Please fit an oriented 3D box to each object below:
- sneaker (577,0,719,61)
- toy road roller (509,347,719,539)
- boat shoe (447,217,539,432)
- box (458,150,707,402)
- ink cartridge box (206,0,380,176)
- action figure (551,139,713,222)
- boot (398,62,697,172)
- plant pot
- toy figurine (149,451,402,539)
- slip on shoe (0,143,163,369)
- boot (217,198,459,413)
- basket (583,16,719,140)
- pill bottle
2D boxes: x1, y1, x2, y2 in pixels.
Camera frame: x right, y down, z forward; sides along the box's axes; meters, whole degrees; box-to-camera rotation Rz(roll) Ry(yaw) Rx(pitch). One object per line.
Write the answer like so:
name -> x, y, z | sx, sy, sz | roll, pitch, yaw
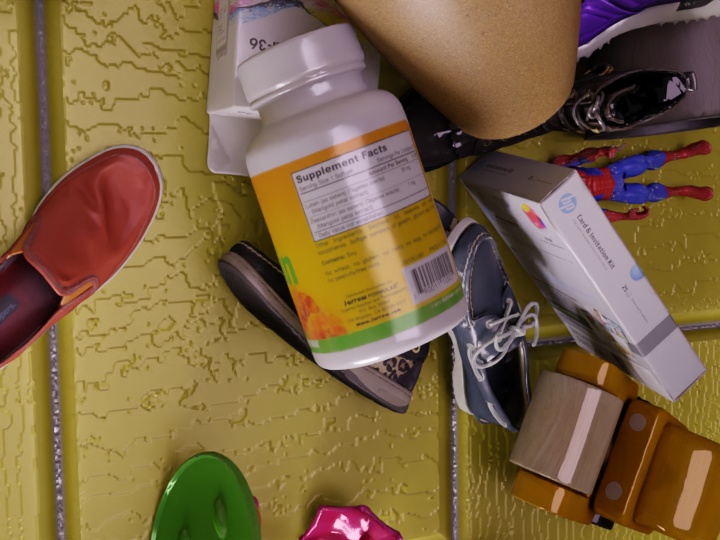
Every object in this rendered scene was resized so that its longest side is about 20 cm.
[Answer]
sneaker -> 0.187, -0.226, 0.713 | 0.196, 0.070, 0.100 | -16, 138, 8
toy road roller -> 0.224, 0.157, 0.792 | 0.199, 0.144, 0.125 | 31, 79, -54
boat shoe -> 0.102, 0.050, 0.753 | 0.075, 0.061, 0.203 | -36, 134, -32
box -> 0.173, -0.001, 0.772 | 0.041, 0.156, 0.201 | -41, 109, -4
ink cartridge box -> -0.046, -0.169, 0.703 | 0.114, 0.067, 0.205 | 3, 92, -26
action figure -> 0.241, -0.079, 0.837 | 0.196, 0.099, 0.067 | -9, 97, -22
boot -> 0.131, -0.123, 0.732 | 0.197, 0.173, 0.071 | -22, 106, -22
plant pot -> 0.071, -0.192, 0.629 | 0.187, 0.185, 0.201 | -49, 134, -14
toy figurine -> -0.037, 0.238, 0.695 | 0.182, 0.150, 0.203 | 13, 47, -37
slip on shoe -> -0.204, -0.005, 0.643 | 0.200, 0.061, 0.074 | -47, 110, -17
boot -> 0.000, 0.000, 0.735 | 0.199, 0.073, 0.152 | 39, 78, -27
basket -> 0.266, -0.223, 0.818 | 0.176, 0.136, 0.205 | -8, 92, -9
pill bottle -> -0.010, -0.049, 0.630 | 0.109, 0.111, 0.204 | -22, 97, -22
